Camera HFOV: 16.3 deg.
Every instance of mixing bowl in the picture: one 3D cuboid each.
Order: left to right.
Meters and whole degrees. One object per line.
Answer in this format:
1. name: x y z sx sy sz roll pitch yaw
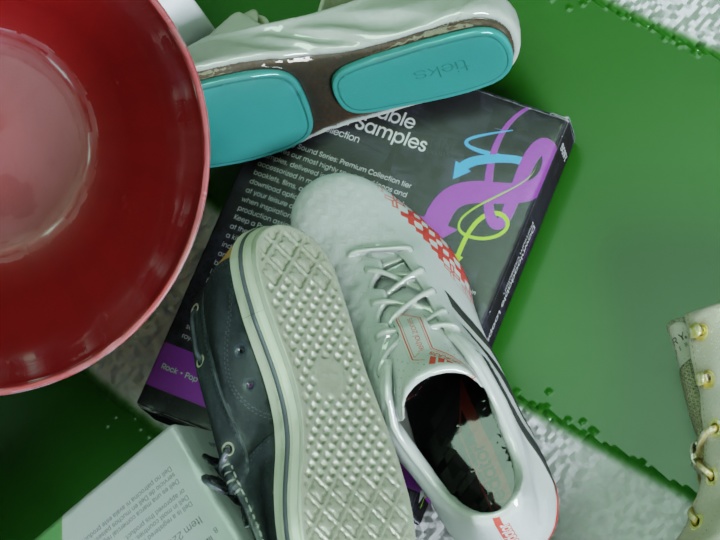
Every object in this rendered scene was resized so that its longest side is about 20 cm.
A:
1. mixing bowl: -0.167 -0.053 1.089 0.198 0.108 0.202 -1 96 -8

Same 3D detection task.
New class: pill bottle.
1. pill bottle: -0.168 -0.079 1.198 0.200 0.111 0.111 -40 69 -2

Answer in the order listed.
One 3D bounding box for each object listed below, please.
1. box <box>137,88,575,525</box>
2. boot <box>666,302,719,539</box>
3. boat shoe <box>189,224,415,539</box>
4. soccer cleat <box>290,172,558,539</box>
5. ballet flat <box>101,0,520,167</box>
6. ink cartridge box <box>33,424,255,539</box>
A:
1. box: 0.000 0.000 1.178 0.142 0.036 0.201 20 80 17
2. boot: 0.152 0.097 1.095 0.198 0.072 0.156 -16 71 2
3. boat shoe: -0.028 0.081 1.057 0.062 0.074 0.201 -32 64 38
4. soccer cleat: 0.026 0.036 1.098 0.068 0.085 0.201 -28 71 2
5. ballet flat: -0.024 -0.098 1.168 0.198 0.069 0.070 -14 70 3
6. ink cartridge box: -0.065 0.192 1.090 0.145 0.087 0.201 -40 67 14
